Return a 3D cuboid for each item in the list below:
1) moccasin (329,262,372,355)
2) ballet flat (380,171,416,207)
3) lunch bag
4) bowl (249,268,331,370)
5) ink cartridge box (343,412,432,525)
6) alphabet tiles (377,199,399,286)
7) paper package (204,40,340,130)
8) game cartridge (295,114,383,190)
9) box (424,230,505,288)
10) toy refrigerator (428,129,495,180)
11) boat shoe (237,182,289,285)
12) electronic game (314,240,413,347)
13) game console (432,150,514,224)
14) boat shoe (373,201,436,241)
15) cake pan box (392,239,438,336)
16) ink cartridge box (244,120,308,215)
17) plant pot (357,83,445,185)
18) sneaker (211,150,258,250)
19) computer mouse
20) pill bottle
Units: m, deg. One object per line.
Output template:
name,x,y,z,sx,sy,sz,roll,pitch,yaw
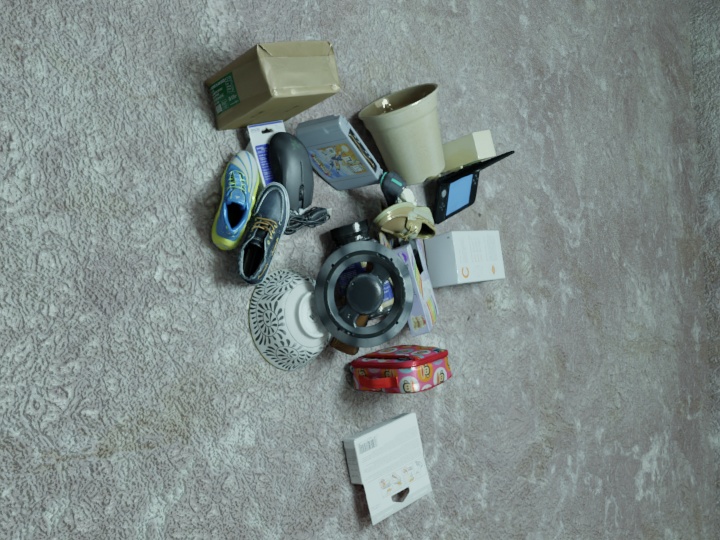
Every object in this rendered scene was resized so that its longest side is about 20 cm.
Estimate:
moccasin,-0.011,0.067,1.430,0.076,0.074,0.206,19,107,-3
ballet flat,0.090,-0.157,1.571,0.200,0.071,0.075,57,36,-71
lunch bag,0.075,0.213,1.481,0.173,0.197,0.085,-12,94,-43
bowl,-0.115,0.093,1.396,0.197,0.093,0.208,10,76,-42
ink cartridge box,0.061,0.425,1.529,0.197,0.044,0.182,-12,89,-43
alphabet tiles,0.069,-0.049,1.582,0.167,0.007,0.206,49,30,-59
paper package,-0.170,-0.358,1.360,0.188,0.197,0.107,-19,94,-43
game cartridge,-0.047,-0.243,1.488,0.200,0.130,0.043,47,43,-45
box,0.264,-0.030,1.775,0.196,0.096,0.129,-4,84,-44
toy refrigerator,0.227,-0.277,1.719,0.075,0.197,0.072,-18,94,-43
boat shoe,-0.181,-0.073,1.332,0.069,0.091,0.206,14,85,-2
electronic game,0.007,0.046,1.364,0.193,0.042,0.207,0,89,-3
game console,0.285,-0.209,1.770,0.198,0.115,0.181,-28,132,-44
boat shoe,0.105,-0.101,1.533,0.197,0.074,0.068,-6,62,-50
cake pan box,0.123,0.029,1.605,0.184,0.051,0.206,-34,109,-76
ink cartridge box,-0.175,-0.197,1.435,0.098,0.039,0.206,-19,96,-43
plant pot,0.114,-0.309,1.643,0.200,0.197,0.188,-41,120,-39
sneaker,-0.225,-0.142,1.323,0.074,0.105,0.206,14,72,-20
computer mouse,-0.125,-0.184,1.419,0.136,0.052,0.206,-18,95,-43
pill bottle,0.000,0.000,1.510,0.110,0.110,0.206,-19,95,-43
